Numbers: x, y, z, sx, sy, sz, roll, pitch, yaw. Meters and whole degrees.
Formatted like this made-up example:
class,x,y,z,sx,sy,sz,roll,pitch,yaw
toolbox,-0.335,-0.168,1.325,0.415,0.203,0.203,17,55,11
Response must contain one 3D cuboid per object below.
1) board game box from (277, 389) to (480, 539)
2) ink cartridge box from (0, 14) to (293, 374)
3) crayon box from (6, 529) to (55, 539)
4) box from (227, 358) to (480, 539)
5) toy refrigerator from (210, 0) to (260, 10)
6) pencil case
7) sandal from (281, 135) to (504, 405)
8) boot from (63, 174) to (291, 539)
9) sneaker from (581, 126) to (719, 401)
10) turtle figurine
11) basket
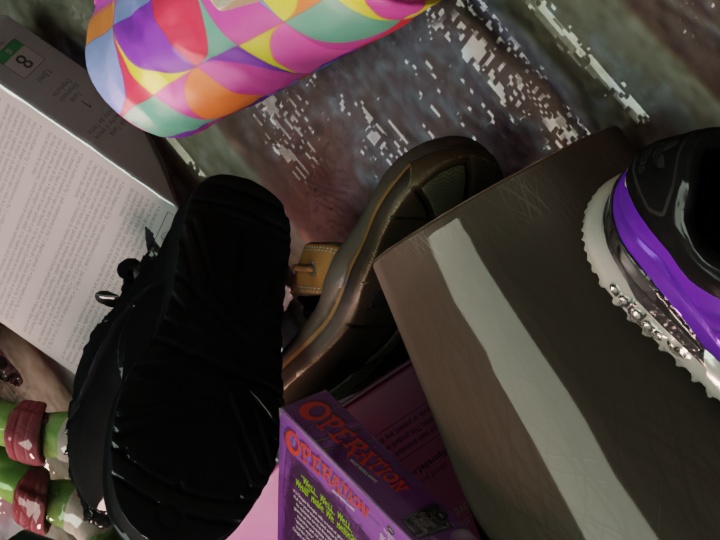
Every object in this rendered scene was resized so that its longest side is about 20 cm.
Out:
class,x,y,z,sx,sy,sz,roll,pitch,yaw
board game box,0.030,0.150,1.065,0.200,0.032,0.120,43,147,40
ink cartridge box,-0.129,-0.014,1.328,0.200,0.050,0.161,33,138,3
crayon box,-0.116,0.233,1.331,0.127,0.051,0.200,10,128,51
box,0.032,0.167,1.212,0.200,0.097,0.176,52,141,8
toy refrigerator,0.018,-0.179,0.950,0.200,0.076,0.070,-34,88,26
pencil case,-0.040,-0.121,1.112,0.200,0.088,0.089,-27,93,52
sandal,0.000,0.000,1.156,0.055,0.082,0.200,60,147,26
boot,-0.092,0.067,1.187,0.073,0.199,0.163,20,144,-15
sneaker,0.172,0.023,0.938,0.200,0.070,0.100,39,152,2
turtle figurine,-0.226,0.108,1.390,0.193,0.200,0.144,18,103,15
basket,0.099,0.057,1.040,0.180,0.136,0.200,-33,85,39
